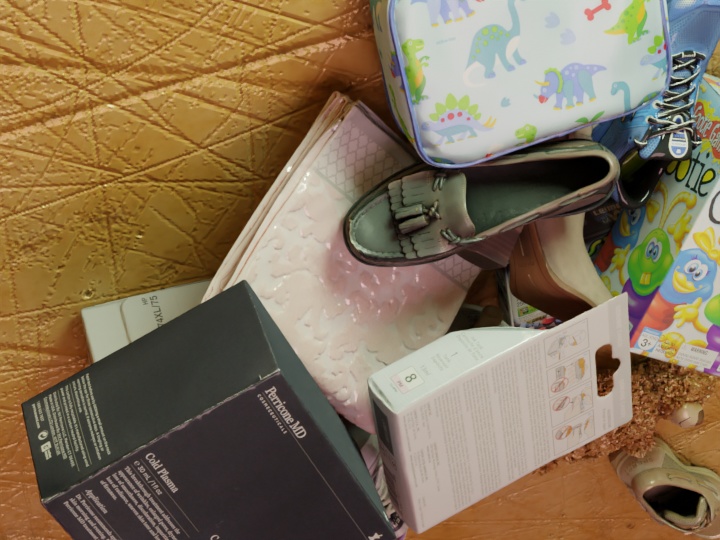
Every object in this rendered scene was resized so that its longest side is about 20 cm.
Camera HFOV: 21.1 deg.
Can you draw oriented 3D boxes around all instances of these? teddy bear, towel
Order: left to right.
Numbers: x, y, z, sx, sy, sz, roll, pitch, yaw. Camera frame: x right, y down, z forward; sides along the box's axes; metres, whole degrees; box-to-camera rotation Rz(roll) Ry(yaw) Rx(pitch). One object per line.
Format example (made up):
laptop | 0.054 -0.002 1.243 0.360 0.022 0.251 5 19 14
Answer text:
towel | 0.000 0.000 1.405 0.200 0.032 0.191 38 81 -37
teddy bear | 0.228 0.133 1.725 0.199 0.067 0.145 -12 140 -11

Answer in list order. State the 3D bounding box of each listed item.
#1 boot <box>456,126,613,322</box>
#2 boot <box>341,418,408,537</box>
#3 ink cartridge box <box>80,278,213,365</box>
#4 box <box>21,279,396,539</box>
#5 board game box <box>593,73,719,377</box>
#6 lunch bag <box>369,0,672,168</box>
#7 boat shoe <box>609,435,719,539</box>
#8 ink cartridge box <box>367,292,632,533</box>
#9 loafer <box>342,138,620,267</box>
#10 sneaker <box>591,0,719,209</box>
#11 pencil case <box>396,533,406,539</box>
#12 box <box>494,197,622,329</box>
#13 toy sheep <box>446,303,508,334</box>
boot | 0.146 -0.052 1.444 0.070 0.147 0.200 -1 155 47
boot | 0.011 0.175 1.572 0.073 0.200 0.096 -37 94 5
ink cartridge box | -0.126 0.129 1.507 0.146 0.147 0.200 -13 138 -10
box | -0.103 0.141 1.343 0.182 0.104 0.200 -28 131 4
board game box | 0.274 -0.034 1.496 0.105 0.103 0.200 15 114 -23
lunch bag | 0.110 -0.171 1.326 0.199 0.082 0.161 -18 120 -6
boat shoe | 0.309 0.224 1.856 0.072 0.065 0.200 -36 137 15
ink cartridge box | 0.108 0.098 1.457 0.200 0.057 0.163 -30 141 -16
loafer | 0.084 -0.053 1.344 0.199 0.072 0.063 -16 179 -2
sneaker | 0.230 -0.127 1.436 0.078 0.089 0.200 -2 135 -23
pencil case | 0.001 0.285 1.772 0.084 0.086 0.200 -19 141 -19
box | 0.209 -0.012 1.589 0.199 0.035 0.110 -18 138 -5
toy sheep | 0.077 0.096 1.570 0.138 0.138 0.200 3 142 -26
